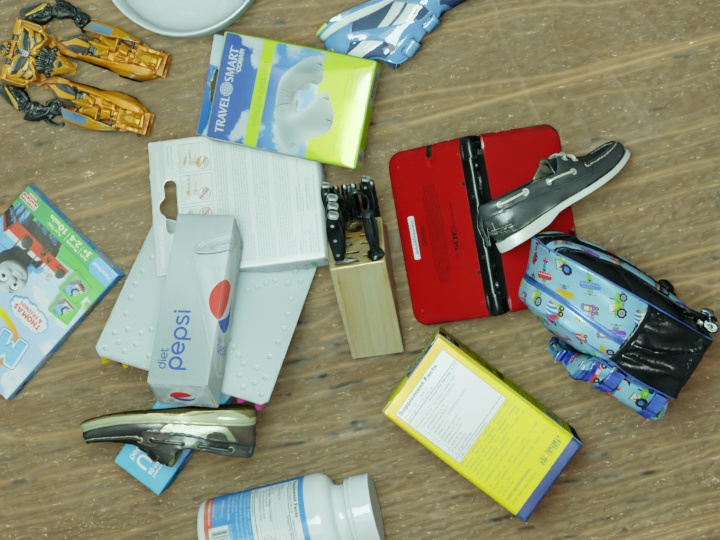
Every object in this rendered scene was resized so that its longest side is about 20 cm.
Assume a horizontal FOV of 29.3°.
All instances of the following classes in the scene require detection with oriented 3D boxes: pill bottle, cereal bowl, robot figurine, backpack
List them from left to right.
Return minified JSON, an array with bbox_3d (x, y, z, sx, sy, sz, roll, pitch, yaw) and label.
[{"bbox_3d":[-0.326,-0.232,1.592,0.197,0.058,0.147,16,92,3],"label":"robot figurine"},{"bbox_3d":[-0.195,-0.361,1.566,0.197,0.083,0.203,0,91,5],"label":"cereal bowl"},{"bbox_3d":[-0.077,0.294,1.561,0.197,0.112,0.114,-13,91,5],"label":"pill bottle"},{"bbox_3d":[0.255,0.048,1.480,0.198,0.183,0.136,28,98,-12],"label":"backpack"}]

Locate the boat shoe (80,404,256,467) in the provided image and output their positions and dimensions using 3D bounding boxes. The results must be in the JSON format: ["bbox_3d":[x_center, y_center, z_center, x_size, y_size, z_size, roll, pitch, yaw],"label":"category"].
[{"bbox_3d":[-0.212,0.185,1.524,0.197,0.073,0.066,-4,86,5],"label":"boat shoe"}]

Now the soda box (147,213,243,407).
[{"bbox_3d":[-0.174,0.041,1.473,0.067,0.064,0.202,3,63,8],"label":"soda box"}]

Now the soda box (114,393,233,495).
[{"bbox_3d":[-0.195,0.156,1.591,0.068,0.064,0.201,36,95,3],"label":"soda box"}]

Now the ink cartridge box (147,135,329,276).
[{"bbox_3d":[-0.137,-0.077,1.573,0.197,0.050,0.163,-7,78,8],"label":"ink cartridge box"}]

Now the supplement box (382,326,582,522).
[{"bbox_3d":[0.135,0.169,1.542,0.199,0.110,0.109,37,94,2],"label":"supplement box"}]

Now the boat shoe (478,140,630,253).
[{"bbox_3d":[0.214,-0.096,1.521,0.199,0.074,0.061,-35,95,-17],"label":"boat shoe"}]

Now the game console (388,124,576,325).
[{"bbox_3d":[0.143,-0.052,1.580,0.171,0.118,0.203,-10,90,36],"label":"game console"}]

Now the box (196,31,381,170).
[{"bbox_3d":[-0.085,-0.191,1.532,0.197,0.048,0.124,12,93,9],"label":"box"}]

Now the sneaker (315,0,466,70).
[{"bbox_3d":[0.052,-0.277,1.557,0.198,0.074,0.083,-23,92,12],"label":"sneaker"}]

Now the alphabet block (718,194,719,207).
[{"bbox_3d":[0.504,-0.140,1.457,0.193,0.200,0.199,11,92,4],"label":"alphabet block"}]

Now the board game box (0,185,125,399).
[{"bbox_3d":[-0.398,0.026,1.617,0.151,0.037,0.200,43,95,2],"label":"board game box"}]

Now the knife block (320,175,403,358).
[{"bbox_3d":[0.000,0.000,1.514,0.063,0.176,0.203,-8,91,6],"label":"knife block"}]

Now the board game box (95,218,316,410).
[{"bbox_3d":[-0.170,0.046,1.546,0.197,0.026,0.202,16,52,4],"label":"board game box"}]
